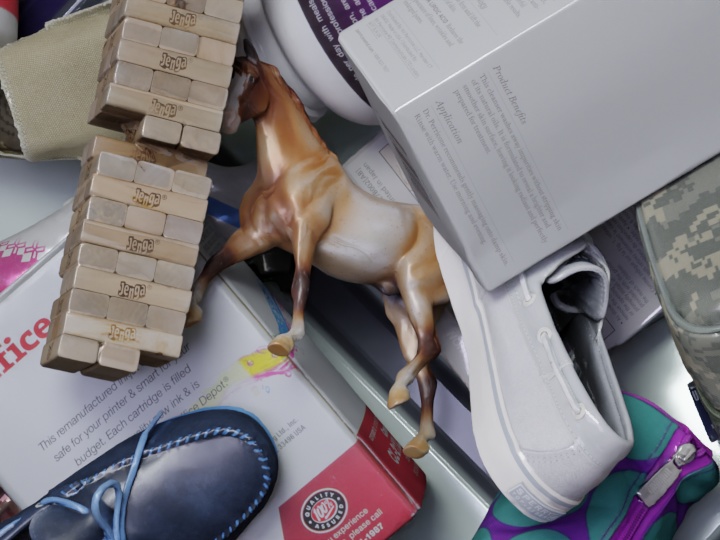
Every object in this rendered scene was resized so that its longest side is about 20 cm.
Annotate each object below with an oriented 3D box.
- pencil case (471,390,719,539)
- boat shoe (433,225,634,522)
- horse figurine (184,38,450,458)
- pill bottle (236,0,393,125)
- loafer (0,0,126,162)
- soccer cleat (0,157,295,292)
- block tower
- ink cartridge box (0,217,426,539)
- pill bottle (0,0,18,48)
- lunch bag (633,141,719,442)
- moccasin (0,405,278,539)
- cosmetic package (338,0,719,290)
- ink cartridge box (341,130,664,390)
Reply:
[{"bbox_3d":[0.085,0.142,1.233,0.085,0.092,0.200,43,56,-17],"label":"pencil case"},{"bbox_3d":[0.081,0.016,1.233,0.068,0.072,0.200,-35,34,25],"label":"boat shoe"},{"bbox_3d":[0.000,0.000,1.274,0.050,0.200,0.133,-34,34,49],"label":"horse figurine"},{"bbox_3d":[0.031,-0.141,1.296,0.199,0.112,0.113,-27,74,20],"label":"pill bottle"},{"bbox_3d":[-0.136,-0.084,1.341,0.200,0.068,0.076,-16,94,53],"label":"loafer"},{"bbox_3d":[-0.115,-0.020,1.378,0.199,0.070,0.087,-10,73,7],"label":"soccer cleat"},{"bbox_3d":[-0.093,-0.052,1.225,0.054,0.058,0.201,13,80,-14],"label":"block tower"},{"bbox_3d":[-0.087,0.073,1.304,0.146,0.083,0.200,-39,94,9],"label":"ink cartridge box"},{"bbox_3d":[-0.230,-0.210,1.413,0.119,0.120,0.201,-3,79,15],"label":"pill bottle"},{"bbox_3d":[0.231,0.012,1.224,0.199,0.168,0.140,-23,37,9],"label":"lunch bag"},{"bbox_3d":[-0.122,0.134,1.239,0.200,0.068,0.081,-35,95,9],"label":"moccasin"},{"bbox_3d":[0.106,-0.096,1.203,0.199,0.113,0.081,-30,36,-3],"label":"cosmetic package"},{"bbox_3d":[0.104,-0.042,1.332,0.200,0.050,0.161,-41,72,12],"label":"ink cartridge box"}]
